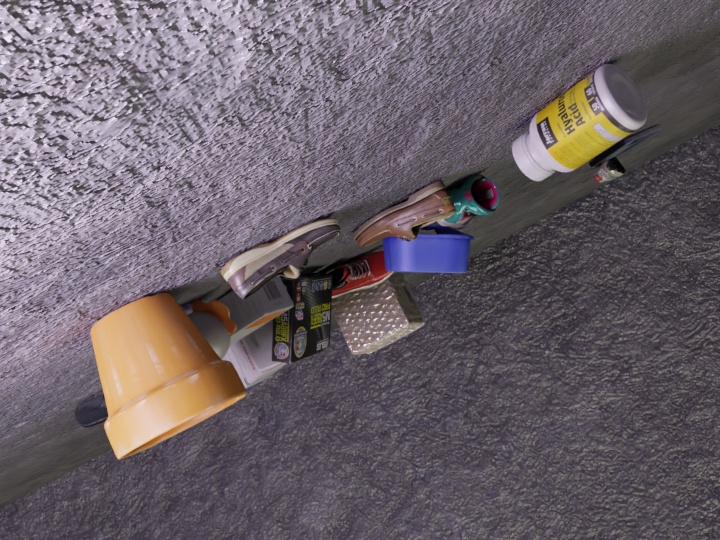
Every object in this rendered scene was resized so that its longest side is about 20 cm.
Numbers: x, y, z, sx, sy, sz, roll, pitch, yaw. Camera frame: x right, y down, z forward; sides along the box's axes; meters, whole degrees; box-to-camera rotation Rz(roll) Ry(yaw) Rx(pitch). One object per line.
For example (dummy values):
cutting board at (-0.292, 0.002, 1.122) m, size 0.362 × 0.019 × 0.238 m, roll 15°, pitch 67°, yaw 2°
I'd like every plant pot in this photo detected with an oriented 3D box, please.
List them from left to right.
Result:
plant pot at (-0.291, 0.141, 1.119) m, size 0.199 × 0.184 × 0.200 m, roll -27°, pitch 173°, yaw -4°

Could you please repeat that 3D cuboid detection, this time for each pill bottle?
pill bottle at (0.341, -0.226, 1.236) m, size 0.111 × 0.112 × 0.200 m, roll -21°, pitch 169°, yaw -45°

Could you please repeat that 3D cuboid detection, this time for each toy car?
toy car at (-0.295, 0.126, 1.306) m, size 0.201 × 0.176 × 0.184 m, roll -58°, pitch -178°, yaw 8°

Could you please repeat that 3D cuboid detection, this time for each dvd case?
dvd case at (0.791, -0.373, 2.325) m, size 0.199 × 0.018 × 0.143 m, roll -25°, pitch 173°, yaw -34°

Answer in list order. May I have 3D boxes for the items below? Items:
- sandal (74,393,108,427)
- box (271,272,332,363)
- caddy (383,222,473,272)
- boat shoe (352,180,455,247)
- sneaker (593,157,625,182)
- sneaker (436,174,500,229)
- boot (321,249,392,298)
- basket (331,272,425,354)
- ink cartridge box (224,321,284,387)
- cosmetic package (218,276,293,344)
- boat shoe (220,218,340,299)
sandal at (-0.527, 0.280, 1.697) m, size 0.199 × 0.076 × 0.048 m, roll -27°, pitch 156°, yaw -12°
box at (-0.114, 0.090, 1.562) m, size 0.044 × 0.162 × 0.200 m, roll 3°, pitch -176°, yaw 20°
caddy at (0.135, -0.049, 1.608) m, size 0.198 × 0.106 × 0.141 m, roll 1°, pitch 180°, yaw -7°
boat shoe at (0.077, -0.085, 1.404) m, size 0.199 × 0.068 × 0.072 m, roll -30°, pitch 174°, yaw 23°
sneaker at (0.814, -0.322, 2.563) m, size 0.093 × 0.071 × 0.200 m, roll -38°, pitch 172°, yaw 25°
sneaker at (0.227, -0.140, 1.563) m, size 0.120 × 0.084 × 0.200 m, roll -21°, pitch 176°, yaw 26°
boot at (0.000, 0.000, 1.731) m, size 0.199 × 0.073 × 0.144 m, roll -24°, pitch 171°, yaw -8°
basket at (0.036, 0.104, 2.110) m, size 0.199 × 0.199 × 0.161 m, roll -30°, pitch 169°, yaw 17°
ink cartridge box at (-0.232, 0.159, 1.642) m, size 0.084 × 0.147 × 0.200 m, roll -22°, pitch 172°, yaw -29°
cosmetic package at (-0.232, 0.086, 1.426) m, size 0.199 × 0.072 × 0.101 m, roll -31°, pitch 173°, yaw 27°
boat shoe at (-0.111, -0.017, 1.173) m, size 0.199 × 0.065 × 0.073 m, roll -27°, pitch 172°, yaw -20°
